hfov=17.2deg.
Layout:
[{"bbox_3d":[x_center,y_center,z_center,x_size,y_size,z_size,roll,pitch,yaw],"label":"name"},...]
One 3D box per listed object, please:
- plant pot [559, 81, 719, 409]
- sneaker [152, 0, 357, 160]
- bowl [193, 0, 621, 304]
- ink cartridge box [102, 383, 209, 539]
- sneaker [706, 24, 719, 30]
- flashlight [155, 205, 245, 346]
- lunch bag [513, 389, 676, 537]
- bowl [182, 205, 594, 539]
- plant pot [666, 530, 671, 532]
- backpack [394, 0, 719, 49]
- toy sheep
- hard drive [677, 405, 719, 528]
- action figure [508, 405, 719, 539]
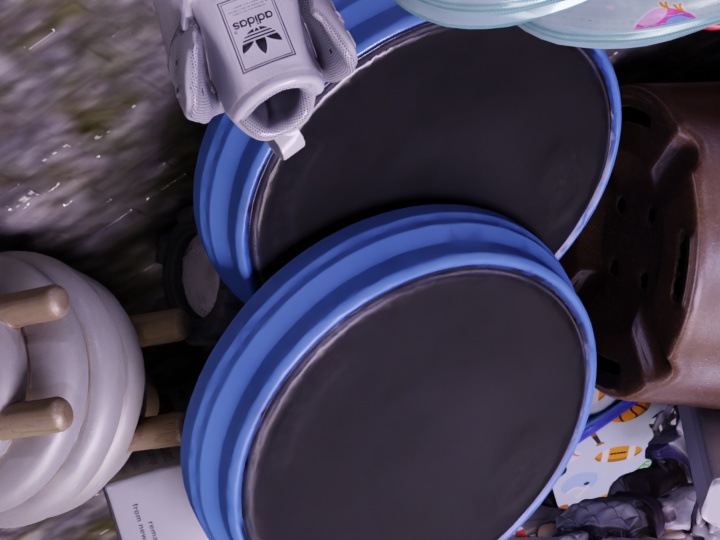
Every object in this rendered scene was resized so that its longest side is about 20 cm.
[{"bbox_3d":[0.211,-0.012,1.153,0.198,0.200,0.200,2,145,-22],"label":"plant pot"},{"bbox_3d":[-0.046,-0.127,0.848,0.075,0.115,0.200,-17,151,-7],"label":"sneaker"},{"bbox_3d":[0.025,-0.046,1.049,0.201,0.039,0.201,-17,134,-19],"label":"bowl"},{"bbox_3d":[-0.030,0.098,1.211,0.200,0.083,0.146,-17,-168,-8],"label":"ink cartridge box"},{"bbox_3d":[0.152,-0.135,0.962,0.200,0.116,0.078,5,142,-39],"label":"sneaker"},{"bbox_3d":[0.000,0.000,1.158,0.200,0.068,0.068,-3,113,-36],"label":"flashlight"},{"bbox_3d":[0.118,0.087,1.370,0.200,0.076,0.160,-38,145,26],"label":"lunch bag"},{"bbox_3d":[0.018,0.067,1.069,0.201,0.039,0.201,-17,128,-23],"label":"bowl"},{"bbox_3d":[0.215,0.215,1.540,0.194,0.196,0.200,-4,141,-28],"label":"plant pot"},{"bbox_3d":[0.077,-0.167,0.801,0.200,0.176,0.153,-12,146,-8],"label":"backpack"},{"bbox_3d":[-0.160,0.052,1.068,0.138,0.138,0.200,-33,153,22],"label":"toy sheep"},{"bbox_3d":[0.225,0.096,1.171,0.132,0.200,0.027,17,106,-1],"label":"hard drive"},{"bbox_3d":[0.145,0.120,1.215,0.130,0.069,0.200,9,-163,34],"label":"action figure"}]
